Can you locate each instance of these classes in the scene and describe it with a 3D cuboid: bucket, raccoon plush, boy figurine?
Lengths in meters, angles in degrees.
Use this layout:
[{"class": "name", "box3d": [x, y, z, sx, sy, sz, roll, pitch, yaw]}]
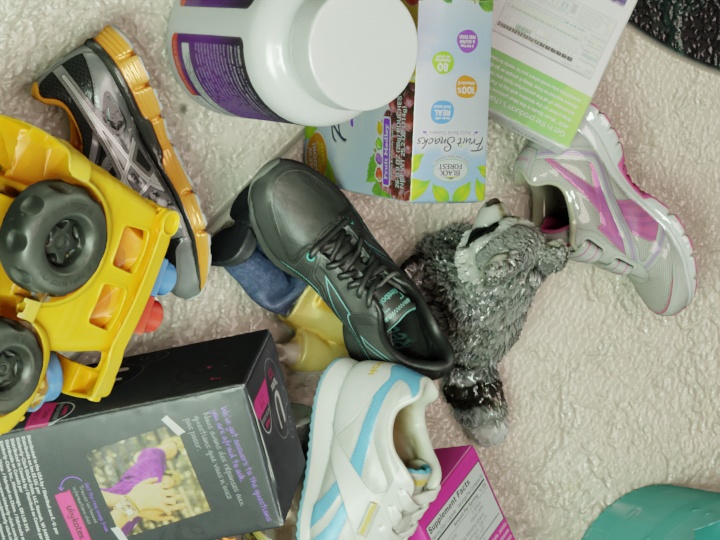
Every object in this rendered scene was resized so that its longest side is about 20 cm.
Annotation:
[{"class": "bucket", "box3d": [0.272, 0.269, 1.879, 0.207, 0.135, 0.207, -4, 99, -28]}, {"class": "raccoon plush", "box3d": [0.115, 0.040, 1.759, 0.097, 0.134, 0.200, -34, 112, -23]}, {"class": "boy figurine", "box3d": [-0.022, 0.024, 1.722, 0.200, 0.064, 0.124, 39, 74, -24]}]

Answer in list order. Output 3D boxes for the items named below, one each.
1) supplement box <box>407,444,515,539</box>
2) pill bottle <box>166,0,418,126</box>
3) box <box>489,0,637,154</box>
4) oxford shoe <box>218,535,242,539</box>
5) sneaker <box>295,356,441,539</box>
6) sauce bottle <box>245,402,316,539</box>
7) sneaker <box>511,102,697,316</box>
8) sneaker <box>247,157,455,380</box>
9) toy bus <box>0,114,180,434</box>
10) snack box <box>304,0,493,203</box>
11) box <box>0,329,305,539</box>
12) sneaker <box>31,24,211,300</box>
[{"class": "supplement box", "box3d": [0.060, 0.241, 1.756, 0.103, 0.101, 0.200, -45, 118, -48]}, {"class": "pill bottle", "box3d": [-0.044, -0.155, 1.604, 0.111, 0.200, 0.112, -4, 99, -28]}, {"class": "box", "box3d": [0.130, -0.207, 1.764, 0.144, 0.036, 0.200, 27, 81, -5]}, {"class": "oxford shoe", "box3d": [-0.116, 0.188, 1.682, 0.071, 0.073, 0.200, -18, 105, -26]}, {"class": "sneaker", "box3d": [0.009, 0.163, 1.637, 0.076, 0.081, 0.200, -5, 99, -58]}, {"class": "sauce bottle", "box3d": [-0.051, 0.192, 1.687, 0.065, 0.065, 0.200, -10, 112, -28]}, {"class": "sneaker", "box3d": [0.182, -0.036, 1.826, 0.088, 0.081, 0.200, -43, 106, -17]}, {"class": "sneaker", "box3d": [0.000, 0.000, 1.652, 0.075, 0.079, 0.200, -46, 111, -19]}, {"class": "toy bus", "box3d": [-0.202, 0.022, 1.507, 0.192, 0.136, 0.200, 26, 85, -49]}, {"class": "snack box", "box3d": [0.025, -0.154, 1.664, 0.068, 0.169, 0.200, 0, 98, -27]}, {"class": "box", "box3d": [-0.150, 0.121, 1.575, 0.200, 0.122, 0.106, -12, 105, 9]}, {"class": "sneaker", "box3d": [-0.162, -0.067, 1.630, 0.077, 0.078, 0.200, -25, 105, -11]}]
